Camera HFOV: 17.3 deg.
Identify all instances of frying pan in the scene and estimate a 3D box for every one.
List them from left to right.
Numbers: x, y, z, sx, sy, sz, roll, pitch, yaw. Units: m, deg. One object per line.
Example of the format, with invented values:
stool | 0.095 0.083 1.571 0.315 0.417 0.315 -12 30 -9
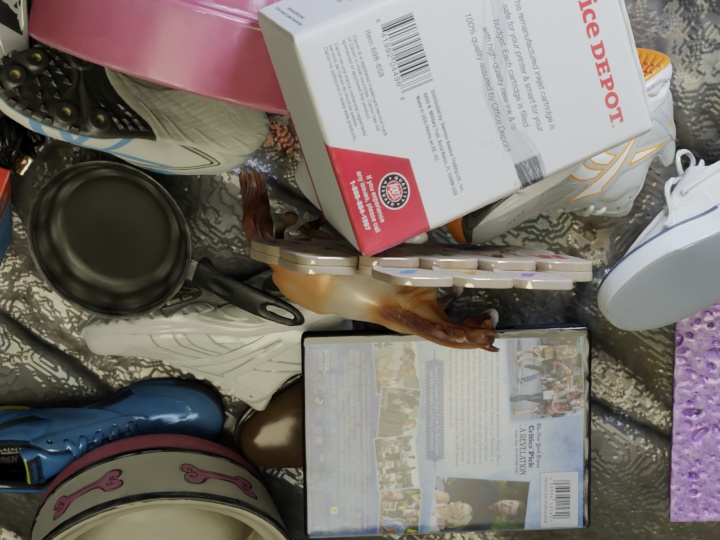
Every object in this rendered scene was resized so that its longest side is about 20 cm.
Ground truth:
frying pan | -0.131 -0.022 1.580 0.189 0.031 0.116 1 115 11

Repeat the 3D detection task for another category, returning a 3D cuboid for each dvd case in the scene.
dvd case | 0.059 0.109 1.611 0.198 0.018 0.144 -2 101 -4

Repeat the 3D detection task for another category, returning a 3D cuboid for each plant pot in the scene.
plant pot | -0.094 -0.209 1.485 0.199 0.200 0.180 15 99 -1

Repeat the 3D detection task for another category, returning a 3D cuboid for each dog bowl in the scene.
dog bowl | -0.145 0.196 1.685 0.199 0.074 0.201 -6 138 -6

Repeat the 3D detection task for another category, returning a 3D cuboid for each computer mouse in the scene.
computer mouse | -0.238 -0.164 1.566 0.044 0.110 0.202 -1 105 -1

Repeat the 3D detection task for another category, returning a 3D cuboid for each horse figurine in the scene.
horse figurine | 0.000 0.000 1.586 0.199 0.133 0.050 22 116 -3

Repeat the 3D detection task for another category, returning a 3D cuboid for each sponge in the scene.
sponge | 0.273 0.084 1.650 0.111 0.030 0.201 1 113 6

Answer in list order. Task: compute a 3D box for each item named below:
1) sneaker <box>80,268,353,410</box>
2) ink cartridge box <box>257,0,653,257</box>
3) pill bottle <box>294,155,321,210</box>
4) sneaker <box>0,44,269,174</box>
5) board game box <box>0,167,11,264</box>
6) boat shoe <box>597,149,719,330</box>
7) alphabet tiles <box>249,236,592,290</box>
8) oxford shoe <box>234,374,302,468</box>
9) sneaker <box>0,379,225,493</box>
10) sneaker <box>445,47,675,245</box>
sneaker | -0.097 0.055 1.647 0.198 0.078 0.100 -3 115 13
ink cartridge box | 0.058 -0.119 1.413 0.199 0.084 0.145 -23 114 -11
pill bottle | 0.040 -0.124 1.539 0.112 0.113 0.201 29 113 -7
sneaker | -0.156 -0.098 1.555 0.199 0.072 0.072 10 148 -33
board game box | -0.335 -0.060 1.592 0.199 0.153 0.041 20 73 -3
boat shoe | 0.234 -0.044 1.575 0.202 0.086 0.075 -37 134 7
alphabet tiles | 0.038 -0.007 1.464 0.199 0.195 0.015 1 96 -23
oxford shoe | 0.002 0.105 1.659 0.199 0.085 0.073 -15 113 14
sneaker | -0.196 0.128 1.694 0.199 0.079 0.066 -8 111 8
sneaker | 0.140 -0.060 1.533 0.200 0.076 0.092 -36 122 -26
